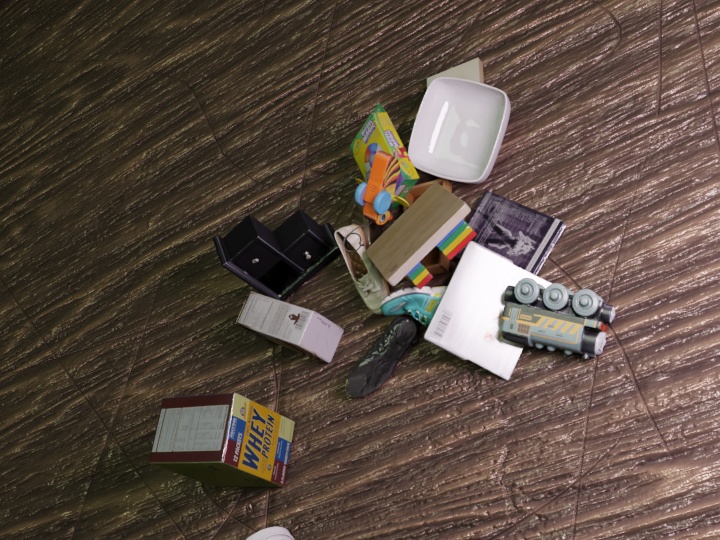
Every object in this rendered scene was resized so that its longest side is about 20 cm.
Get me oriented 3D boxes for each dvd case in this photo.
[{"bbox_3d":[0.280,-0.060,1.689,0.199,0.016,0.150,28,84,43],"label":"dvd case"}]

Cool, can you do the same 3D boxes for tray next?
[{"bbox_3d":[0.135,-0.085,1.798,0.097,0.037,0.203,-12,58,31],"label":"tray"}]

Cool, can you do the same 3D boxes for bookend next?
[{"bbox_3d":[-0.177,-0.056,1.904,0.199,0.198,0.093,-39,47,11],"label":"bookend"}]

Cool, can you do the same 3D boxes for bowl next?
[{"bbox_3d":[0.208,-0.281,1.794,0.198,0.074,0.203,21,94,32],"label":"bowl"}]

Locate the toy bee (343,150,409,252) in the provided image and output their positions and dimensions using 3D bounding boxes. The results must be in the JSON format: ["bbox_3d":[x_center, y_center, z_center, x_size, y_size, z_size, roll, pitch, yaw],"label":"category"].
[{"bbox_3d":[0.032,-0.142,1.787,0.201,0.108,0.131,-50,65,20],"label":"toy bee"}]

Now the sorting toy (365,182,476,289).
[{"bbox_3d":[0.120,-0.057,1.677,0.200,0.070,0.199,-45,20,3],"label":"sorting toy"}]

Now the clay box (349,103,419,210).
[{"bbox_3d":[0.043,-0.241,1.857,0.115,0.047,0.202,-51,57,47],"label":"clay box"}]

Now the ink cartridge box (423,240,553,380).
[{"bbox_3d":[0.233,0.074,1.608,0.172,0.044,0.202,27,84,5],"label":"ink cartridge box"}]

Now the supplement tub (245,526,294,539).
[{"bbox_3d":[-0.137,0.577,1.564,0.145,0.144,0.200,-46,48,6],"label":"supplement tub"}]

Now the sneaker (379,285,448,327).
[{"bbox_3d":[0.132,0.073,1.664,0.196,0.078,0.081,-2,74,13],"label":"sneaker"}]

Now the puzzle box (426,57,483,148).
[{"bbox_3d":[0.206,-0.354,1.899,0.131,0.025,0.203,-15,58,30],"label":"puzzle box"}]

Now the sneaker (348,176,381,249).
[{"bbox_3d":[0.002,-0.117,1.892,0.075,0.070,0.203,-19,55,32],"label":"sneaker"}]

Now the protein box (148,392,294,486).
[{"bbox_3d":[-0.275,0.344,1.758,0.197,0.198,0.137,-8,61,33],"label":"protein box"}]

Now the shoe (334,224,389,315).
[{"bbox_3d":[0.000,0.000,1.802,0.070,0.053,0.203,-34,71,36],"label":"shoe"}]

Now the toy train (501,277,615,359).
[{"bbox_3d":[0.337,0.083,1.519,0.197,0.085,0.116,12,86,27],"label":"toy train"}]

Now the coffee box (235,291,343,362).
[{"bbox_3d":[-0.150,0.118,1.847,0.198,0.114,0.081,14,75,41],"label":"coffee box"}]

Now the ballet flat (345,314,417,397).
[{"bbox_3d":[0.043,0.171,1.725,0.200,0.066,0.057,-49,8,2],"label":"ballet flat"}]
